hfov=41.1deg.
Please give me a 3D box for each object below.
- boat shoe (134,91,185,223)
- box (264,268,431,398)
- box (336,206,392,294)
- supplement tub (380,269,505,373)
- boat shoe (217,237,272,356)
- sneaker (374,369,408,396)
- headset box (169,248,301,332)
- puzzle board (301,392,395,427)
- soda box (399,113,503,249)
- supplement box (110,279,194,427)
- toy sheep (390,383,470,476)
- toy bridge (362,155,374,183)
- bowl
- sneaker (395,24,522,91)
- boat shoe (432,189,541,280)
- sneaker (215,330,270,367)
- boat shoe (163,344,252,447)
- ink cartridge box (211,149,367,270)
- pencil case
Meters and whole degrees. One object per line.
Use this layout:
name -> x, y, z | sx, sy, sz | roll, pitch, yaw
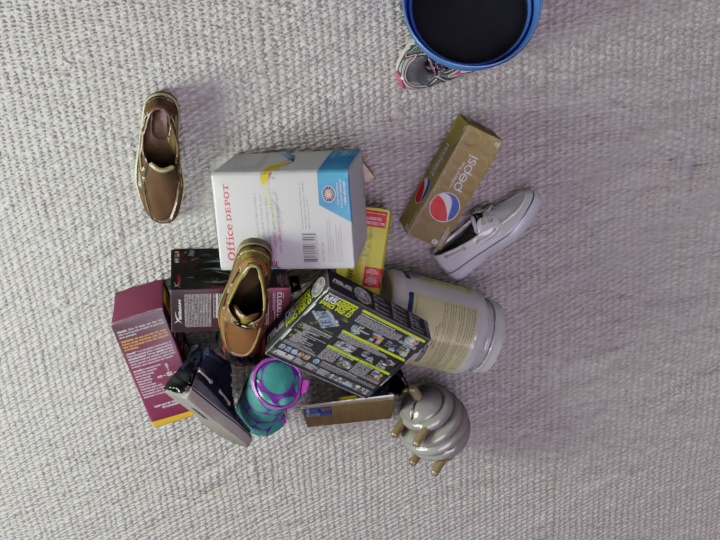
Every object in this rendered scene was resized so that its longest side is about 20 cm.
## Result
boat shoe -> -0.300, -0.158, 1.422 | 0.074, 0.075, 0.203 | -3, 115, -9
box -> -0.019, 0.100, 1.443 | 0.200, 0.044, 0.160 | 27, 122, -29
box -> 0.000, 0.000, 1.517 | 0.075, 0.050, 0.201 | 10, 89, 5
supplement tub -> 0.121, 0.088, 1.576 | 0.199, 0.145, 0.145 | 14, 111, -16
boat shoe -> -0.168, 0.052, 1.370 | 0.072, 0.068, 0.201 | 5, 124, -6
sneaker -> 0.016, 0.168, 1.586 | 0.200, 0.083, 0.072 | 14, 117, -49
headset box -> -0.193, 0.027, 1.487 | 0.199, 0.149, 0.078 | -2, 116, -9
puzzle board -> -0.020, 0.233, 1.608 | 0.150, 0.200, 0.017 | -6, 72, -2
soda box -> 0.141, -0.140, 1.519 | 0.068, 0.064, 0.200 | 23, 108, -19
supplement box -> -0.322, 0.131, 1.531 | 0.085, 0.110, 0.201 | -16, 117, -3
toy sheep -> 0.123, 0.265, 1.665 | 0.138, 0.138, 0.200 | -25, 133, 2
toy bridge -> -0.071, -0.118, 1.510 | 0.200, 0.027, 0.067 | -37, 114, 9
bowl -> 0.158, -0.382, 1.375 | 0.200, 0.039, 0.201 | 0, 84, -1
sneaker -> 0.145, -0.327, 1.428 | 0.199, 0.075, 0.081 | -25, 116, 2
boat shoe -> 0.203, -0.067, 1.558 | 0.200, 0.074, 0.067 | -44, 117, 12
sneaker -> -0.152, 0.119, 1.582 | 0.200, 0.098, 0.071 | 7, 100, -39
boat shoe -> -0.217, 0.198, 1.509 | 0.093, 0.074, 0.200 | -62, 141, -23
ink cartridge box -> -0.101, -0.092, 1.416 | 0.199, 0.146, 0.147 | 0, 109, 8
pencil case -> -0.146, 0.206, 1.550 | 0.092, 0.085, 0.200 | 16, 156, -7
